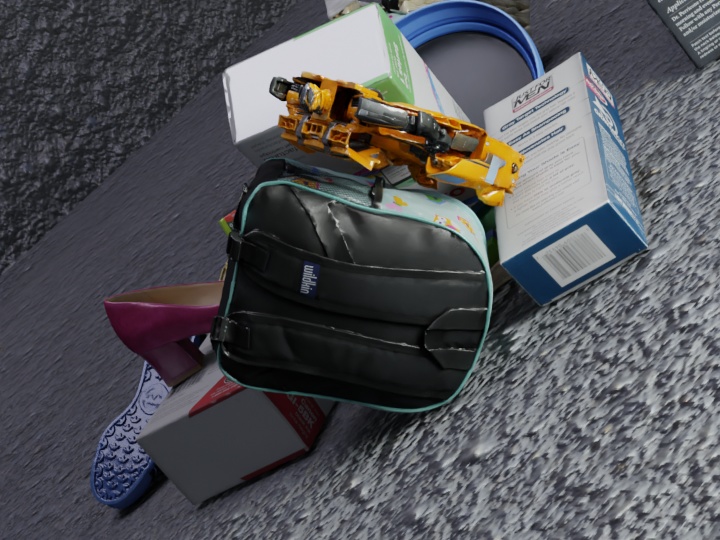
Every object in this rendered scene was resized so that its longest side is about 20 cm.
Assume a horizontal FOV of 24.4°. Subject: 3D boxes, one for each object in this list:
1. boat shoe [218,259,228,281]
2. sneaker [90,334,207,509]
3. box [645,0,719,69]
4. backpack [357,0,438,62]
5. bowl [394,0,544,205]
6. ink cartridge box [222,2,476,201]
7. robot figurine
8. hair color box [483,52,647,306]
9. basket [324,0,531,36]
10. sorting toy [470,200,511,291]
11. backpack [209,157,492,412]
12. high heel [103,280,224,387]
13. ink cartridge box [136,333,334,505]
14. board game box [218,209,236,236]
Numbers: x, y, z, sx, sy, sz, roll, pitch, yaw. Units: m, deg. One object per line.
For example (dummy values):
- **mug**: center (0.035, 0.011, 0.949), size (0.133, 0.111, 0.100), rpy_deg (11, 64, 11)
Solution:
- **boat shoe**: center (-0.119, 0.023, 1.788), size (0.066, 0.074, 0.200), rpy_deg (-47, 9, 24)
- **sneaker**: center (-0.191, 0.146, 1.607), size (0.070, 0.078, 0.200), rpy_deg (12, 66, 27)
- **box**: center (0.299, -0.319, 1.520), size (0.124, 0.197, 0.200), rpy_deg (-33, 16, 21)
- **backpack**: center (0.084, -0.172, 1.636), size (0.200, 0.167, 0.127), rpy_deg (7, 24, 1)
- **bowl**: center (0.077, -0.147, 1.514), size (0.201, 0.039, 0.201), rpy_deg (-10, 67, 25)
- **ink cartridge box**: center (-0.002, -0.115, 1.393), size (0.145, 0.200, 0.084), rpy_deg (-22, 57, 17)
- **robot figurine**: center (0.024, -0.098, 1.235), size (0.145, 0.200, 0.058), rpy_deg (18, 93, 44)
- **hair color box**: center (0.158, -0.074, 1.310), size (0.100, 0.061, 0.200), rpy_deg (-30, 35, 23)
- **basket**: center (0.081, -0.257, 1.830), size (0.200, 0.123, 0.136), rpy_deg (3, -17, -38)
- **sorting toy**: center (0.133, -0.044, 1.431), size (0.200, 0.036, 0.185), rpy_deg (-34, 16, 19)
- **backpack**: center (0.002, 0.012, 1.271), size (0.153, 0.200, 0.176), rpy_deg (-62, -15, -73)
- **high heel**: center (-0.122, 0.010, 1.441), size (0.200, 0.096, 0.067), rpy_deg (-35, 16, 12)
- **ink cartridge box**: center (-0.085, 0.094, 1.459), size (0.147, 0.083, 0.200), rpy_deg (-28, 18, 34)
- **board game box**: center (-0.064, -0.038, 1.665), size (0.102, 0.048, 0.200), rpy_deg (-33, -14, 3)
